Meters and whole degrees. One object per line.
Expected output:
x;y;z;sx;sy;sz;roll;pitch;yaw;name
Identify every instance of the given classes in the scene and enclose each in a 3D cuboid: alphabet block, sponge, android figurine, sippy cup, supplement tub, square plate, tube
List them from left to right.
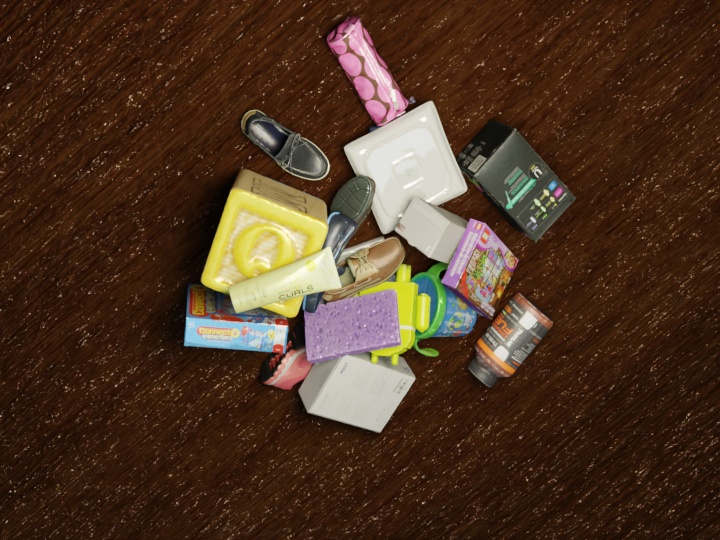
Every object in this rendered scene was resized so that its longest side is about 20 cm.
-0.178;-0.057;1.577;0.192;0.200;0.200;18;104;-9;alphabet block
-0.136;0.022;1.476;0.195;0.053;0.059;-17;146;-4;tube
-0.016;0.111;1.653;0.195;0.114;0.030;-12;155;12;sponge
0.055;0.089;1.687;0.177;0.041;0.206;0;81;22;android figurine
0.094;-0.199;1.634;0.196;0.029;0.201;-27;111;0;square plate
0.173;0.082;1.741;0.128;0.142;0.178;10;138;-32;sippy cup
0.322;0.156;1.806;0.106;0.107;0.201;35;98;-19;supplement tub

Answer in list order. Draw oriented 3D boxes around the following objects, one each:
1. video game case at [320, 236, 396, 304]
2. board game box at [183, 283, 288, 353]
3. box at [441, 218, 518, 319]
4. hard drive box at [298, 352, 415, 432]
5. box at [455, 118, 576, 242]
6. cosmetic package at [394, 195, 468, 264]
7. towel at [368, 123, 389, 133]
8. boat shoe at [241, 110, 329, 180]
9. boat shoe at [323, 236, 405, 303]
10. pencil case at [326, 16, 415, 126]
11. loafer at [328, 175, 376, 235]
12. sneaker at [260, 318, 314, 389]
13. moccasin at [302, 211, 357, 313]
-0.018;0.046;1.747;0.195;0.023;0.186;-19;111;-5;video game case
-0.247;0.091;1.623;0.190;0.200;0.057;6;107;-13;board game box
0.242;0.001;1.652;0.199;0.039;0.139;35;79;-54;box
-0.007;0.241;1.753;0.197;0.077;0.158;22;109;-33;hard drive box
0.308;-0.182;1.668;0.199;0.149;0.125;42;96;-21;box
0.168;-0.070;1.652;0.091;0.106;0.199;-57;148;9;cosmetic package
0.076;-0.199;1.671;0.109;0.049;0.205;-9;110;-7;towel
-0.144;-0.238;1.608;0.198;0.062;0.075;34;98;-21;boat shoe
0.000;0.000;1.663;0.198;0.074;0.077;-35;66;9;boat shoe
0.017;-0.380;1.576;0.090;0.094;0.202;-35;110;2;pencil case
-0.025;-0.110;1.654;0.072;0.062;0.201;47;121;21;loafer
-0.122;0.177;1.751;0.200;0.074;0.086;-43;127;17;sneaker
-0.059;-0.009;1.602;0.067;0.081;0.205;18;102;-1;moccasin
